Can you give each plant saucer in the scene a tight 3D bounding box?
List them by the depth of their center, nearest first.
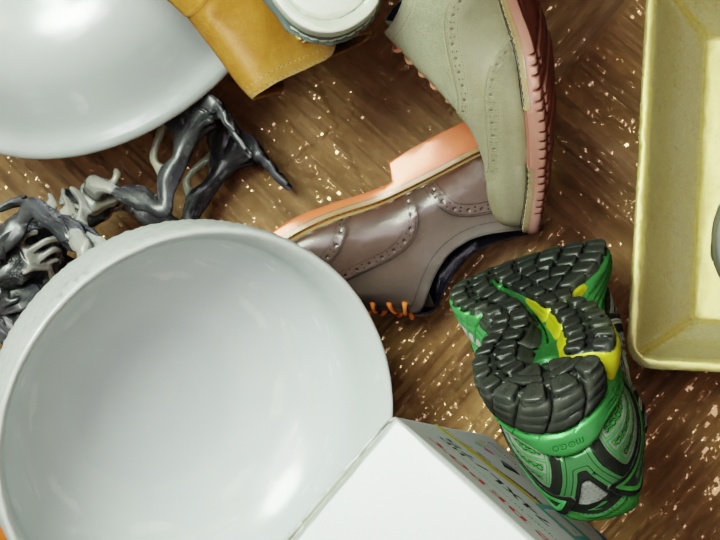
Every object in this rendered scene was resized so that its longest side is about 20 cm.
[{"bbox_3d":[0.236,-0.045,0.813,0.199,0.048,0.201,2,82,16],"label":"plant saucer"}]

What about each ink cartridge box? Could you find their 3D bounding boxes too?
[{"bbox_3d":[0.045,0.170,0.758,0.147,0.200,0.146,41,94,17],"label":"ink cartridge box"}]

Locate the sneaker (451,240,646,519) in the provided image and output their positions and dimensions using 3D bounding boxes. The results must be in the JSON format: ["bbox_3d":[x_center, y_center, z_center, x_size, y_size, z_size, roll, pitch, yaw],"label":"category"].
[{"bbox_3d":[0.088,0.047,0.770,0.078,0.200,0.086,-16,110,12],"label":"sneaker"}]

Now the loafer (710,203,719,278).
[{"bbox_3d":[0.211,-0.069,0.762,0.075,0.070,0.200,34,75,2],"label":"loafer"}]

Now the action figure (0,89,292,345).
[{"bbox_3d":[-0.134,-0.007,0.881,0.200,0.119,0.102,-41,67,1],"label":"action figure"}]

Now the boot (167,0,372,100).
[{"bbox_3d":[-0.082,-0.146,0.783,0.071,0.201,0.145,-31,83,45],"label":"boot"}]

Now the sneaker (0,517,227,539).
[{"bbox_3d":[-0.163,0.128,0.899,0.199,0.071,0.080,14,125,4],"label":"sneaker"}]

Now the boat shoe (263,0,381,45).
[{"bbox_3d":[-0.051,-0.192,0.765,0.073,0.062,0.201,-28,86,-2],"label":"boat shoe"}]

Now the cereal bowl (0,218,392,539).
[{"bbox_3d":[-0.090,0.070,0.811,0.083,0.199,0.201,22,89,60],"label":"cereal bowl"}]

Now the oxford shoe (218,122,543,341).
[{"bbox_3d":[0.000,0.000,0.864,0.199,0.071,0.073,-32,80,9],"label":"oxford shoe"}]

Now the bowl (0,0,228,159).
[{"bbox_3d":[-0.153,-0.162,0.876,0.200,0.091,0.202,-10,52,13],"label":"bowl"}]

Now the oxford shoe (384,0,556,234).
[{"bbox_3d":[0.051,-0.107,0.788,0.073,0.071,0.201,-6,118,11],"label":"oxford shoe"}]
